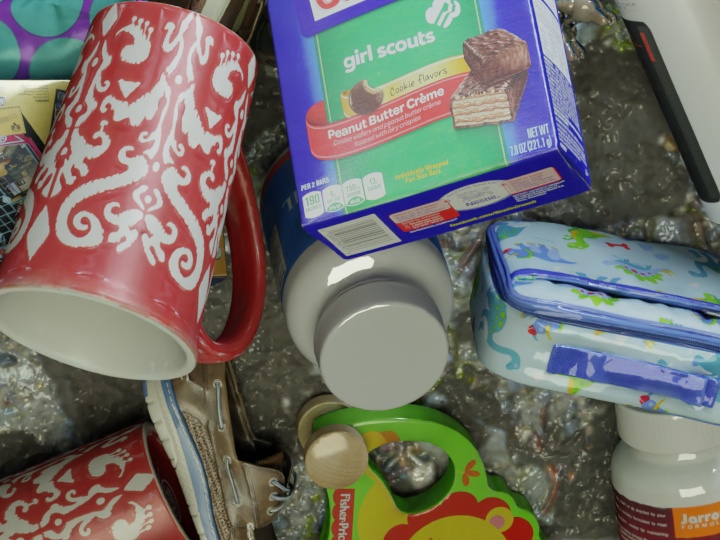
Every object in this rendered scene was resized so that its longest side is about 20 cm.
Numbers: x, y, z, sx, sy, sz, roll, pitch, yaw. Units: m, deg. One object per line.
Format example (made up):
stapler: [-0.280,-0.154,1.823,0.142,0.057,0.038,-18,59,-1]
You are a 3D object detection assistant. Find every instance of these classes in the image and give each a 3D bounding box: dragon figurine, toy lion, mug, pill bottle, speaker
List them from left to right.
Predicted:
mug: [-0.212,0.217,1.662,0.199,0.133,0.178,-26,71,5]
mug: [-0.135,-0.042,1.437,0.133,0.201,0.178,7,158,17]
pill bottle: [0.000,0.000,1.529,0.112,0.200,0.113,-6,124,-9]
toy lion: [0.047,0.193,1.708,0.190,0.069,0.201,-1,113,-8]
dragon figurine: [0.072,-0.195,1.541,0.199,0.099,0.059,29,110,7]
pill bottle: [0.239,0.172,1.671,0.109,0.110,0.201,-9,113,3]
speaker: [0.234,-0.135,1.558,0.081,0.081,0.201,-23,112,9]

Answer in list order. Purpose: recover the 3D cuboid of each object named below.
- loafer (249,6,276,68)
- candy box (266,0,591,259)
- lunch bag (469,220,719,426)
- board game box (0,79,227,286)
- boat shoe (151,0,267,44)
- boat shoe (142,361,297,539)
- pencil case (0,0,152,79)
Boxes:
loafer: [0.021,-0.143,1.567,0.199,0.072,0.063,20,130,-2]
candy box: [0.038,-0.129,1.426,0.168,0.201,0.077,-16,156,16]
lunch bag: [0.178,0.034,1.585,0.199,0.161,0.083,12,112,-5]
board game box: [-0.189,-0.054,1.492,0.199,0.035,0.136,-1,80,-23]
boat shoe: [-0.067,-0.227,1.511,0.075,0.075,0.203,29,88,-41]
boat shoe: [-0.086,0.153,1.665,0.072,0.072,0.201,-22,103,14]
pencil case: [-0.232,-0.154,1.540,0.199,0.085,0.093,-15,94,7]
